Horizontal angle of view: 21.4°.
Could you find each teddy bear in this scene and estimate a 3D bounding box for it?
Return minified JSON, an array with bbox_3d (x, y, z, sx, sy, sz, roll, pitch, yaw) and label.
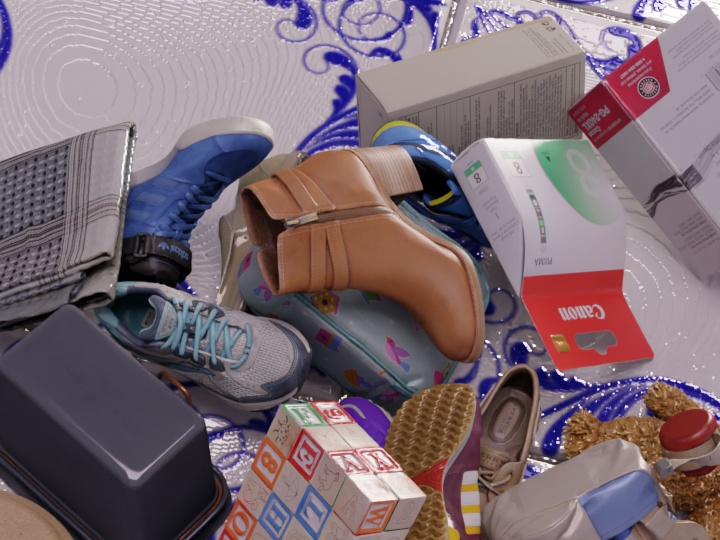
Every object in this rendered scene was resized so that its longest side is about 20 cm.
[{"bbox_3d":[0.260,0.159,1.556,0.198,0.067,0.146,14,58,5],"label":"teddy bear"}]

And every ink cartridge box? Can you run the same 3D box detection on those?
[{"bbox_3d":[0.178,-0.018,1.611,0.160,0.050,0.201,-4,60,-50],"label":"ink cartridge box"},{"bbox_3d":[0.306,-0.114,1.699,0.145,0.083,0.200,-37,88,-26],"label":"ink cartridge box"}]

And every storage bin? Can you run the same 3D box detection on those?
[{"bbox_3d":[-0.194,0.122,1.494,0.200,0.135,0.145,39,61,18],"label":"storage bin"}]

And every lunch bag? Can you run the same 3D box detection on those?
[{"bbox_3d":[0.005,0.008,1.584,0.200,0.077,0.161,41,57,-12],"label":"lunch bag"}]

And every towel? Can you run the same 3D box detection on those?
[{"bbox_3d":[-0.280,-0.031,1.593,0.191,0.035,0.201,-15,47,17],"label":"towel"}]

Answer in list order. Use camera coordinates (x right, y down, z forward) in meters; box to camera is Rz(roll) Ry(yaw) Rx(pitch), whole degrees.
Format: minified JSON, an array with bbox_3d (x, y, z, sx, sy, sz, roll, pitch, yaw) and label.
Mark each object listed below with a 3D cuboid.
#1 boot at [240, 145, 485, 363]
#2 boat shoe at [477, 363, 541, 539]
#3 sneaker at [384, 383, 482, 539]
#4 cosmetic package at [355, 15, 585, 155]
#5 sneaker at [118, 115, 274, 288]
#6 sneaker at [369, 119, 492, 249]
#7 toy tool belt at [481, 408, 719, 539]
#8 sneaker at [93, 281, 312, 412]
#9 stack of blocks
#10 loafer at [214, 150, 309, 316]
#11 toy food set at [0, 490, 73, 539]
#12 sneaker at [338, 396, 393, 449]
[{"bbox_3d":[0.000,0.000,1.496,0.154,0.074,0.201,-16,70,-35],"label":"boot"},{"bbox_3d":[0.096,0.164,1.537,0.071,0.065,0.201,18,57,7],"label":"boat shoe"},{"bbox_3d":[0.059,0.180,1.473,0.074,0.090,0.201,-5,43,22],"label":"sneaker"},{"bbox_3d":[0.100,-0.146,1.717,0.199,0.104,0.073,-17,42,-17],"label":"cosmetic package"},{"bbox_3d":[-0.149,-0.045,1.606,0.199,0.077,0.112,-24,59,26],"label":"sneaker"},{"bbox_3d":[0.093,-0.056,1.643,0.199,0.066,0.079,29,21,-21],"label":"sneaker"},{"bbox_3d":[0.203,0.201,1.476,0.199,0.124,0.125,-26,21,0],"label":"toy tool belt"},{"bbox_3d":[-0.133,0.057,1.524,0.199,0.086,0.078,14,81,30],"label":"sneaker"},{"bbox_3d":[-0.044,0.211,1.400,0.058,0.201,0.115,1,33,-45],"label":"stack of blocks"},{"bbox_3d":[-0.090,-0.012,1.635,0.068,0.076,0.201,1,57,29],"label":"loafer"},{"bbox_3d":[-0.305,0.256,1.445,0.198,0.049,0.199,12,56,2],"label":"toy food set"},{"bbox_3d":[-0.009,0.178,1.485,0.069,0.099,0.201,-27,52,27],"label":"sneaker"}]
